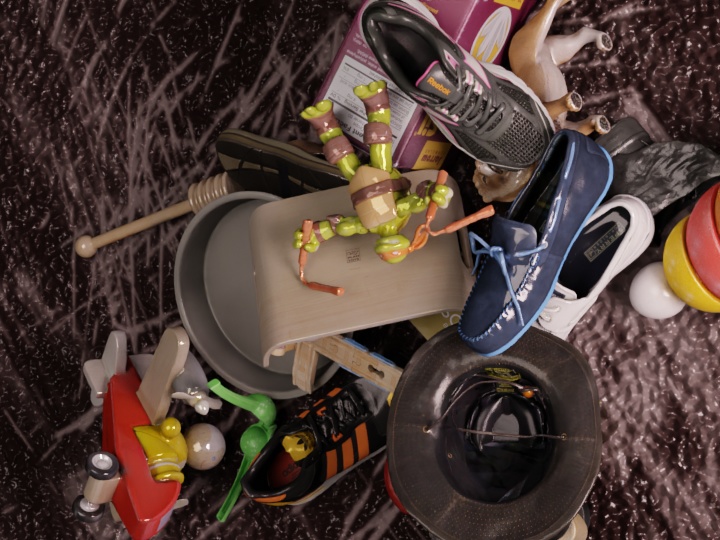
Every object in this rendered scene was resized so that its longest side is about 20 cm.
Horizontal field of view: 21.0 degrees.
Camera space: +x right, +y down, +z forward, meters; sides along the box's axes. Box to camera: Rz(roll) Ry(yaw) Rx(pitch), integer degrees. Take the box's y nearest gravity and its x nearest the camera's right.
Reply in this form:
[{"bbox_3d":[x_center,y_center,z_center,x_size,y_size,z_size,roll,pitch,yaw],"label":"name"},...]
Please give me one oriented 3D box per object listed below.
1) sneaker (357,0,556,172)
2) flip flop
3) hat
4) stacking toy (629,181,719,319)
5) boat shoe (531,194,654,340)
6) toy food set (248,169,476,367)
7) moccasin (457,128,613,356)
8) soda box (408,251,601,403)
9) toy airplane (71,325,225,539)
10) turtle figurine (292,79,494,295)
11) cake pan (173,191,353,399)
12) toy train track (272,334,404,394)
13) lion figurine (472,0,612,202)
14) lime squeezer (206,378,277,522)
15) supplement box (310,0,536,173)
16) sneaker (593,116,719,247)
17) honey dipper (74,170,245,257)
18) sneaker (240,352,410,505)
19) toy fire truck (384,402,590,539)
[{"bbox_3d":[0.071,-0.151,1.617,0.199,0.086,0.081,36,105,0],"label":"sneaker"},{"bbox_3d":[-0.045,-0.089,1.820,0.199,0.058,0.081,24,139,26],"label":"flip flop"},{"bbox_3d":[0.114,0.146,1.627,0.199,0.081,0.202,-3,68,8],"label":"hat"},{"bbox_3d":[0.302,-0.015,1.629,0.199,0.146,0.147,-29,77,40],"label":"stacking toy"},{"bbox_3d":[0.165,0.012,1.646,0.074,0.065,0.200,42,103,17],"label":"boat shoe"},{"bbox_3d":[0.000,0.000,1.716,0.198,0.061,0.144,-12,60,7],"label":"toy food set"},{"bbox_3d":[0.130,-0.029,1.606,0.080,0.068,0.201,17,75,47],"label":"moccasin"},{"bbox_3d":[0.118,0.069,1.734,0.200,0.068,0.064,47,108,19],"label":"soda box"},{"bbox_3d":[-0.199,0.154,1.861,0.140,0.200,0.201,9,85,-15],"label":"toy airplane"},{"bbox_3d":[0.019,-0.075,1.650,0.199,0.064,0.163,-20,84,33],"label":"turtle figurine"},{"bbox_3d":[-0.084,0.020,1.828,0.199,0.037,0.202,10,110,28],"label":"cake pan"},{"bbox_3d":[-0.023,0.075,1.741,0.199,0.032,0.116,27,117,35],"label":"toy train track"},{"bbox_3d":[0.158,-0.158,1.711,0.122,0.072,0.201,-23,47,46],"label":"lion figurine"},{"bbox_3d":[-0.108,0.160,1.836,0.038,0.071,0.201,27,141,22],"label":"lime squeezer"},{"bbox_3d":[0.060,-0.199,1.730,0.103,0.131,0.201,32,104,21],"label":"supplement box"},{"bbox_3d":[0.221,-0.053,1.689,0.200,0.060,0.104,-46,68,16],"label":"sneaker"},{"bbox_3d":[-0.203,-0.052,1.913,0.199,0.038,0.038,-18,82,27],"label":"honey dipper"},{"bbox_3d":[-0.028,0.152,1.794,0.200,0.090,0.070,-42,73,20],"label":"sneaker"},{"bbox_3d":[0.084,0.232,1.736,0.200,0.129,0.176,-46,71,8],"label":"toy fire truck"}]
